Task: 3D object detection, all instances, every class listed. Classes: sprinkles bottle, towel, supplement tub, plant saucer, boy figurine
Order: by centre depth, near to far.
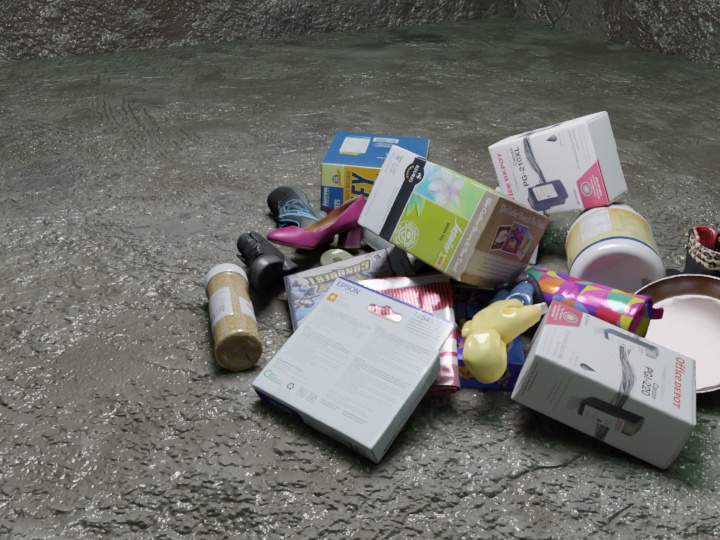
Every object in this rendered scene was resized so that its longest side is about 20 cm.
[{"bbox_3d":[0.191,0.074,1.004,0.124,0.065,0.200,-23,15,35],"label":"boy figurine"},{"bbox_3d":[0.058,0.083,1.027,0.144,0.023,0.200,-6,48,8],"label":"towel"},{"bbox_3d":[0.461,0.093,1.057,0.200,0.035,0.201,-17,45,18],"label":"plant saucer"},{"bbox_3d":[-0.189,0.064,1.103,0.068,0.068,0.200,-5,30,-13],"label":"sprinkles bottle"},{"bbox_3d":[0.409,-0.020,1.224,0.144,0.145,0.200,7,28,9],"label":"supplement tub"}]

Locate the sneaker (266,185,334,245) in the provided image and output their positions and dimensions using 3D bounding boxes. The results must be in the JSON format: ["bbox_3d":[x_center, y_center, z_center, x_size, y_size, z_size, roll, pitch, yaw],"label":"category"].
[{"bbox_3d":[-0.131,-0.104,1.414,0.082,0.073,0.200,-17,33,-32],"label":"sneaker"}]

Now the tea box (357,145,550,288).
[{"bbox_3d":[0.143,-0.074,1.127,0.197,0.134,0.200,30,11,33],"label":"tea box"}]

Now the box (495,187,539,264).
[{"bbox_3d":[0.294,-0.090,1.434,0.116,0.060,0.200,12,29,16],"label":"box"}]

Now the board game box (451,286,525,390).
[{"bbox_3d":[0.161,0.093,1.100,0.134,0.045,0.200,5,28,3],"label":"board game box"}]

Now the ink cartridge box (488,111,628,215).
[{"bbox_3d":[0.341,-0.177,1.312,0.200,0.145,0.084,-8,15,47],"label":"ink cartridge box"}]

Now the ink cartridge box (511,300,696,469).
[{"bbox_3d":[0.309,0.138,0.945,0.200,0.085,0.146,25,34,10],"label":"ink cartridge box"}]

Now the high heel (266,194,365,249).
[{"bbox_3d":[-0.075,-0.088,1.306,0.200,0.096,0.067,-3,13,-43],"label":"high heel"}]

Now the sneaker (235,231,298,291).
[{"bbox_3d":[-0.165,-0.020,1.208,0.104,0.060,0.200,37,6,10],"label":"sneaker"}]

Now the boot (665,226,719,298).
[{"bbox_3d":[0.526,0.002,1.185,0.073,0.151,0.200,7,28,8],"label":"boot"}]

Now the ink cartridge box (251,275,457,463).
[{"bbox_3d":[-0.005,0.118,0.965,0.199,0.041,0.200,22,61,32],"label":"ink cartridge box"}]

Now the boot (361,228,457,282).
[{"bbox_3d":[0.116,-0.043,1.336,0.181,0.073,0.200,-9,25,-21],"label":"boot"}]

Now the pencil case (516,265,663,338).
[{"bbox_3d":[0.323,0.054,1.087,0.200,0.089,0.088,19,32,39],"label":"pencil case"}]

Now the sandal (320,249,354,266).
[{"bbox_3d":[-0.001,0.000,1.245,0.080,0.057,0.201,-18,33,-36],"label":"sandal"}]

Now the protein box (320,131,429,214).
[{"bbox_3d":[0.031,-0.176,1.494,0.198,0.135,0.200,5,28,5],"label":"protein box"}]

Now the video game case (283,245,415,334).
[{"bbox_3d":[-0.009,0.042,1.131,0.200,0.026,0.181,-15,37,-2],"label":"video game case"}]
